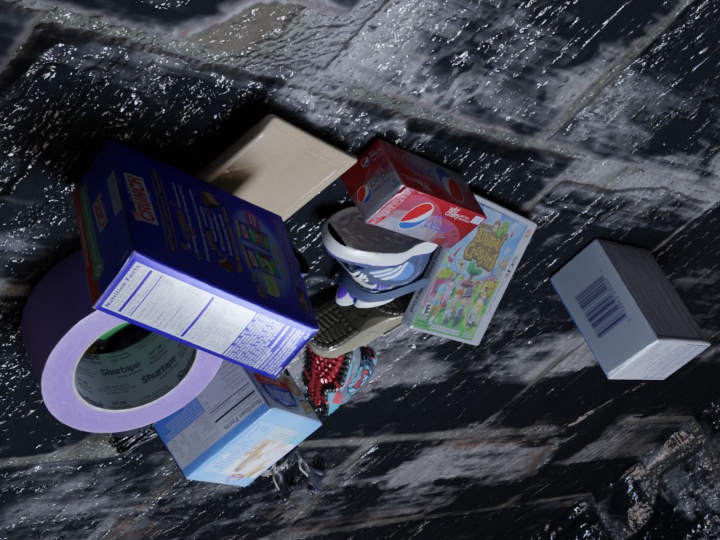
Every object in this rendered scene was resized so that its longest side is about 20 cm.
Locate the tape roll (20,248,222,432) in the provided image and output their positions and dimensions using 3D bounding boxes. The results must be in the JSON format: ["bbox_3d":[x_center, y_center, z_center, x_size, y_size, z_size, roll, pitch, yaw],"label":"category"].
[{"bbox_3d":[-0.242,0.067,1.388,0.197,0.085,0.202,-18,139,-17],"label":"tape roll"}]

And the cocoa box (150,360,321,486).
[{"bbox_3d":[-0.154,0.161,1.593,0.133,0.132,0.200,-39,162,5],"label":"cocoa box"}]

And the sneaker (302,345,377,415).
[{"bbox_3d":[-0.022,0.120,1.828,0.095,0.080,0.200,-31,166,-21],"label":"sneaker"}]

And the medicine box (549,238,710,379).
[{"bbox_3d":[0.408,0.062,2.045,0.103,0.184,0.199,-41,153,26],"label":"medicine box"}]

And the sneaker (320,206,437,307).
[{"bbox_3d":[0.000,0.000,1.589,0.199,0.081,0.147,-8,144,-50],"label":"sneaker"}]

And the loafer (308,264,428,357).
[{"bbox_3d":[0.012,0.049,1.714,0.198,0.076,0.068,-25,166,-19],"label":"loafer"}]

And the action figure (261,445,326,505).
[{"bbox_3d":[-0.137,0.243,1.891,0.118,0.103,0.200,-28,131,17],"label":"action figure"}]

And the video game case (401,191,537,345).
[{"bbox_3d":[0.142,0.001,1.727,0.199,0.022,0.184,17,100,-58],"label":"video game case"}]

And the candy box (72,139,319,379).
[{"bbox_3d":[-0.150,-0.010,1.216,0.198,0.170,0.077,26,117,-33],"label":"candy box"}]

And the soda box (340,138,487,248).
[{"bbox_3d":[0.062,-0.083,1.513,0.063,0.071,0.199,-38,155,21],"label":"soda box"}]

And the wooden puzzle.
[{"bbox_3d":[-0.115,-0.082,1.366,0.184,0.038,0.199,-38,160,17],"label":"wooden puzzle"}]

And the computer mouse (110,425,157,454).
[{"bbox_3d":[-0.251,0.176,1.688,0.139,0.046,0.201,-24,155,-13],"label":"computer mouse"}]

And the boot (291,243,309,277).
[{"bbox_3d":[-0.110,-0.003,1.417,0.096,0.075,0.200,-37,172,-2],"label":"boot"}]

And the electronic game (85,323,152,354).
[{"bbox_3d":[-0.241,0.079,1.520,0.198,0.042,0.201,-24,155,-12],"label":"electronic game"}]
